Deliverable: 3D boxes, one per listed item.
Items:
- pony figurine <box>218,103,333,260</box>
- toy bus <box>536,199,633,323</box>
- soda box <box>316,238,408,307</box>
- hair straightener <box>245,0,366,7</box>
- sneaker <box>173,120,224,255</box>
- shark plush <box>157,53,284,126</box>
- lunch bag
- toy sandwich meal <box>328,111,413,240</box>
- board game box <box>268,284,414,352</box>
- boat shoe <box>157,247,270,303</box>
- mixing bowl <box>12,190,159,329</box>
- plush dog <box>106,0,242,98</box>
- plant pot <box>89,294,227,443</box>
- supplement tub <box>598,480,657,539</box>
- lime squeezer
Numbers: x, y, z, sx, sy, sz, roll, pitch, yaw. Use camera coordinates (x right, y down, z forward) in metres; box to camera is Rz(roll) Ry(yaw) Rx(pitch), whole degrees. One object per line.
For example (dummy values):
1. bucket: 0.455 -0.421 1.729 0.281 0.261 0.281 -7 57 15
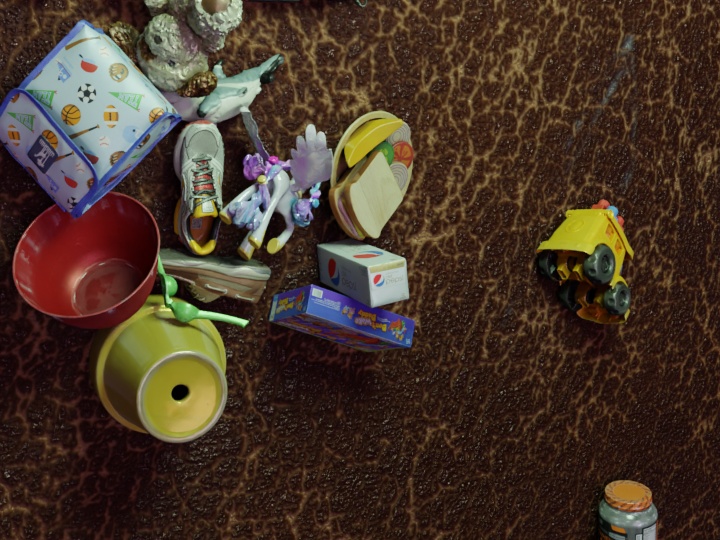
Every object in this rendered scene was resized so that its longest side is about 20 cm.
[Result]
1. pony figurine: -0.124 -0.130 1.251 0.202 0.164 0.194 -54 155 -20
2. toy bus: 0.451 -0.028 1.590 0.193 0.134 0.201 -53 121 -25
3. soda box: 0.000 0.000 1.314 0.067 0.199 0.065 -12 106 -23
4. hair straightener: -0.074 -0.416 1.258 0.196 0.077 0.042 0 99 -27
5. sneaker: -0.226 -0.117 1.220 0.076 0.082 0.204 -8 119 -25
6. shark plush: -0.197 -0.277 1.235 0.198 0.091 0.084 -34 82 -10
7. lunch bag: -0.367 -0.195 1.113 0.200 0.124 0.170 -42 96 4
8. toy sandwich meal: 0.028 -0.152 1.342 0.203 0.070 0.210 -19 119 -39
9. board game box: -0.030 0.081 1.350 0.197 0.134 0.046 20 72 -28
10. boat shoe: -0.232 0.014 1.272 0.196 0.076 0.073 9 103 -23
11. mixing bowl: -0.361 0.003 1.159 0.198 0.201 0.109 -33 153 -16
12. plush dog: -0.250 -0.334 1.166 0.198 0.160 0.174 32 101 11
13. plant pot: -0.278 0.152 1.213 0.197 0.188 0.206 -5 102 -25
14. supplement tub: 0.560 0.555 1.759 0.120 0.122 0.205 -10 104 -24
15. lime squeezer: -0.252 0.026 1.189 0.200 0.038 0.071 45 78 3
